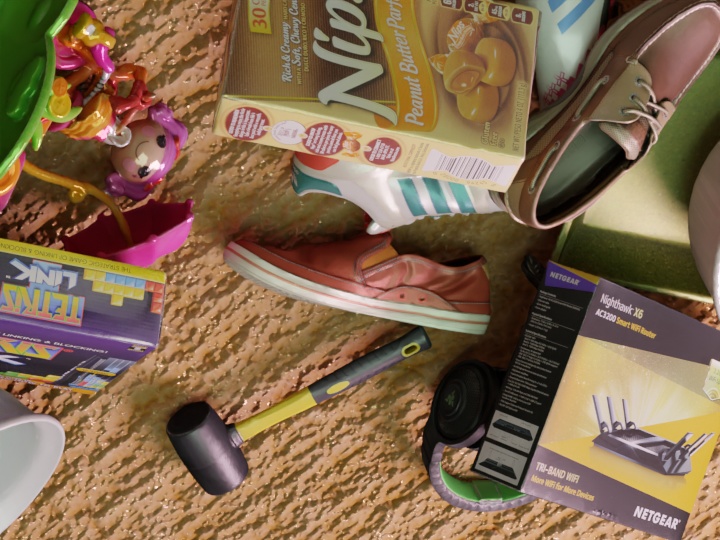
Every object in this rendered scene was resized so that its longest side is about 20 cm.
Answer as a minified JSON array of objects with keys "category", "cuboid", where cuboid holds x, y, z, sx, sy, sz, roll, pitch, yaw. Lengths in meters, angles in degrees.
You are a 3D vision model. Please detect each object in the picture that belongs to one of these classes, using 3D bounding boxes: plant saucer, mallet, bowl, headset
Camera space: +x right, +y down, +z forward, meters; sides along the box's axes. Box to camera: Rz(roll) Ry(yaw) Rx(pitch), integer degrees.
[{"category":"plant saucer","cuboid":[0.248,-0.079,1.656,0.199,0.048,0.200,11,114,-18]},{"category":"mallet","cuboid":[-0.038,0.100,1.679,0.200,0.041,0.066,-21,120,0]},{"category":"bowl","cuboid":[-0.307,0.137,1.587,0.201,0.090,0.201,-36,161,-14]},{"category":"headset","cuboid":[0.111,0.089,1.708,0.123,0.094,0.200,0,131,-20]}]

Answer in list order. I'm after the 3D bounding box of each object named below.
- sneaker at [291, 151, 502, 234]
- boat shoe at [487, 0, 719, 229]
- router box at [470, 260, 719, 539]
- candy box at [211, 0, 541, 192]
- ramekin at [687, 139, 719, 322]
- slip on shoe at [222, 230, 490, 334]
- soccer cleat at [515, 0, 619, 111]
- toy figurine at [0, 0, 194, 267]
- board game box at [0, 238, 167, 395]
[{"category":"sneaker","cuboid":[0.045,-0.065,1.611,0.199,0.070,0.094,14,125,-20]},{"category":"boat shoe","cuboid":[0.172,-0.101,1.537,0.200,0.072,0.076,-47,123,9]},{"category":"router box","cuboid":[0.181,0.096,1.658,0.200,0.052,0.158,21,88,-46]},{"category":"candy box","cuboid":[0.011,-0.130,1.515,0.199,0.116,0.055,11,153,-8]},{"category":"ramekin","cuboid":[0.324,-0.029,1.616,0.200,0.098,0.201,-5,118,-10]},{"category":"slip on shoe","cuboid":[0.000,0.000,1.631,0.200,0.074,0.061,10,91,-17]},{"category":"soccer cleat","cuboid":[0.133,-0.180,1.576,0.086,0.070,0.200,12,117,5]},{"category":"toy figurine","cuboid":[-0.180,-0.081,1.531,0.184,0.150,0.200,35,80,-40]},{"category":"board game box","cuboid":[-0.245,0.026,1.529,0.200,0.165,0.057,11,74,-18]}]
